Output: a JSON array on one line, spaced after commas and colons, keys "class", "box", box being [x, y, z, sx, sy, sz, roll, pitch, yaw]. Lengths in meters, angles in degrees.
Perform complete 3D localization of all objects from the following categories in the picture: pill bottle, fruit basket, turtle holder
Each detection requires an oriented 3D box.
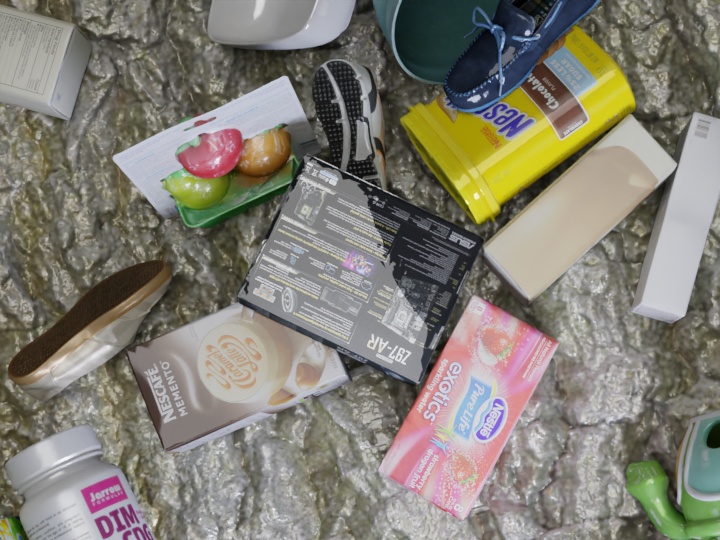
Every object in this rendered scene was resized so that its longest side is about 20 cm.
[{"class": "pill bottle", "box": [-0.272, 0.264, 1.477, 0.113, 0.113, 0.201, -28, 82, 0]}, {"class": "fruit basket", "box": [-0.140, -0.123, 1.475, 0.184, 0.200, 0.094, -25, 67, 1]}, {"class": "turtle holder", "box": [0.366, 0.200, 1.438, 0.140, 0.185, 0.133, -12, 81, -30]}]

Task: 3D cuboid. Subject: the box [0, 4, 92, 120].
[{"class": "box", "box": [-0.398, -0.234, 1.568, 0.199, 0.078, 0.096, 17, 84, 6]}]

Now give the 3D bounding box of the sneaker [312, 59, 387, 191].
[{"class": "sneaker", "box": [0.002, -0.120, 1.528, 0.073, 0.080, 0.201, 1, 101, 23]}]

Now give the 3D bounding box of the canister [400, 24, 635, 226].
[{"class": "canister", "box": [0.159, -0.157, 1.490, 0.199, 0.087, 0.149, -35, 48, -1]}]

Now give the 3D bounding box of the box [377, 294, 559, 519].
[{"class": "box", "box": [0.108, 0.138, 1.474, 0.102, 0.095, 0.201, 29, 86, 7]}]

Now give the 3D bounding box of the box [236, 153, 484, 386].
[{"class": "box", "box": [0.000, 0.000, 1.453, 0.199, 0.044, 0.161, 25, 80, 0]}]

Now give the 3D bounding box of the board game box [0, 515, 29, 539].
[{"class": "board game box", "box": [-0.375, 0.309, 1.436, 0.104, 0.200, 0.103, -26, 81, 1]}]

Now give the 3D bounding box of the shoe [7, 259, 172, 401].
[{"class": "shoe", "box": [-0.275, 0.062, 1.538, 0.200, 0.070, 0.053, -37, 124, -5]}]

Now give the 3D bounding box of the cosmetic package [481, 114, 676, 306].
[{"class": "cosmetic package", "box": [0.218, -0.058, 1.487, 0.200, 0.105, 0.071, -42, 82, 0]}]

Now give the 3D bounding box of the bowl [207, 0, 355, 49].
[{"class": "bowl", "box": [-0.061, -0.317, 1.518, 0.074, 0.199, 0.201, 17, 85, -37]}]

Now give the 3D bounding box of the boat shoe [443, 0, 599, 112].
[{"class": "boat shoe", "box": [0.151, -0.246, 1.452, 0.084, 0.069, 0.200, 37, 81, 34]}]

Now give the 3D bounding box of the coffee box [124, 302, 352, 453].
[{"class": "coffee box", "box": [-0.122, 0.098, 1.504, 0.199, 0.080, 0.115, -24, 81, 1]}]

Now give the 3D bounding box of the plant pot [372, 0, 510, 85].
[{"class": "plant pot", "box": [0.089, -0.309, 1.498, 0.200, 0.200, 0.134, -34, 55, -1]}]

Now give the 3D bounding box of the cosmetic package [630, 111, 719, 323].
[{"class": "cosmetic package", "box": [0.327, -0.051, 1.489, 0.050, 0.083, 0.201, 16, 85, 4]}]
